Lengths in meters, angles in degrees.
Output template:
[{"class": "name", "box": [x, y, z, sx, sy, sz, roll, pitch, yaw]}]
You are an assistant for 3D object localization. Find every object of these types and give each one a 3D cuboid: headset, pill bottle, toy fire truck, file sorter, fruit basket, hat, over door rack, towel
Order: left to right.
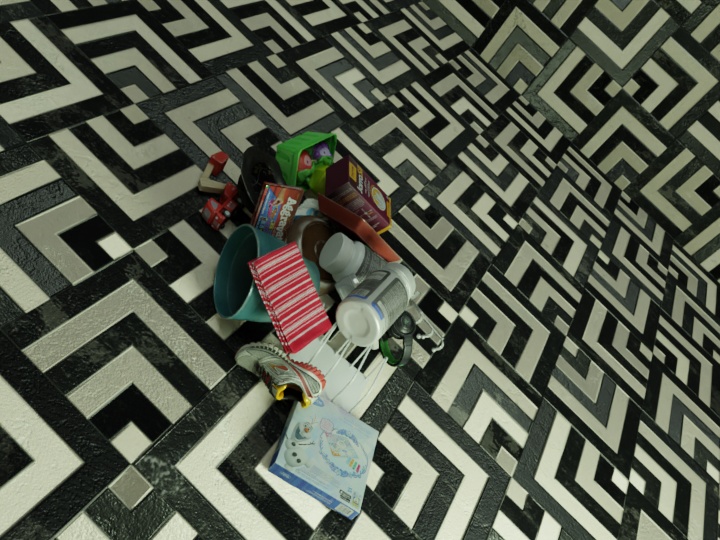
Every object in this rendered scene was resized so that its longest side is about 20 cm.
[{"class": "toy fire truck", "box": [-0.349, -0.198, 1.658, 0.140, 0.049, 0.201, 37, 40, -5]}, {"class": "hat", "box": [-0.250, -0.193, 1.639, 0.200, 0.079, 0.205, 42, 37, -44]}, {"class": "towel", "box": [-0.139, 0.054, 1.371, 0.143, 0.022, 0.204, -28, 96, -49]}, {"class": "fruit basket", "box": [-0.115, -0.279, 1.854, 0.209, 0.159, 0.218, 9, 32, -6]}, {"class": "file sorter", "box": [-0.056, 0.197, 1.477, 0.199, 0.125, 0.139, 39, 39, -3]}, {"class": "pill bottle", "box": [0.000, 0.000, 1.660, 0.198, 0.112, 0.115, 35, 37, -30]}, {"class": "pill bottle", "box": [0.039, 0.068, 1.481, 0.114, 0.114, 0.200, 44, 41, 4]}, {"class": "headset", "box": [0.070, 0.128, 1.612, 0.092, 0.123, 0.207, -2, 90, -30]}, {"class": "over door rack", "box": [0.134, 0.102, 1.733, 0.148, 0.066, 0.202, 50, 12, -44]}]

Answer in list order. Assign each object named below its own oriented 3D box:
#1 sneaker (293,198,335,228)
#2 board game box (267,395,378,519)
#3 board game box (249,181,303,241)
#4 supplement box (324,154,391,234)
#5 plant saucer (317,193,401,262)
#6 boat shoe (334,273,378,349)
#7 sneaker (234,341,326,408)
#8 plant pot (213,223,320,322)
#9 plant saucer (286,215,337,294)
[{"class": "sneaker", "box": [-0.142, -0.141, 1.766, 0.198, 0.077, 0.081, -6, 53, -52]}, {"class": "board game box", "box": [-0.069, 0.366, 1.372, 0.198, 0.044, 0.201, 34, 39, -10]}, {"class": "board game box", "box": [-0.210, -0.107, 1.573, 0.101, 0.204, 0.020, 3, 32, -37]}, {"class": "supplement box", "box": [-0.004, -0.193, 1.796, 0.200, 0.084, 0.112, 42, 35, -38]}, {"class": "plant saucer", "box": [-0.012, -0.100, 1.716, 0.199, 0.037, 0.199, 35, -6, 44]}, {"class": "boat shoe", "box": [-0.010, 0.108, 1.605, 0.067, 0.204, 0.072, -21, 30, -3]}, {"class": "sneaker", "box": [-0.171, 0.212, 1.377, 0.195, 0.079, 0.083, 22, 44, 9]}, {"class": "plant pot", "box": [-0.195, 0.023, 1.475, 0.185, 0.200, 0.204, 17, 44, -35]}, {"class": "plant saucer", "box": [-0.101, -0.043, 1.678, 0.197, 0.032, 0.206, 20, 63, -43]}]
